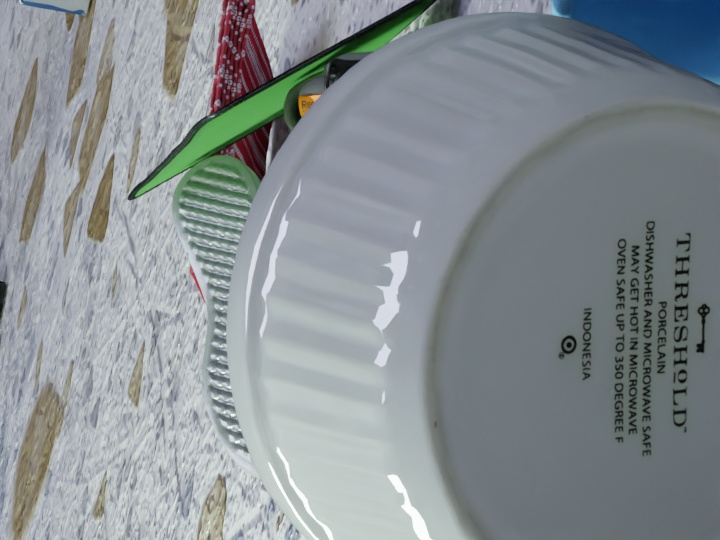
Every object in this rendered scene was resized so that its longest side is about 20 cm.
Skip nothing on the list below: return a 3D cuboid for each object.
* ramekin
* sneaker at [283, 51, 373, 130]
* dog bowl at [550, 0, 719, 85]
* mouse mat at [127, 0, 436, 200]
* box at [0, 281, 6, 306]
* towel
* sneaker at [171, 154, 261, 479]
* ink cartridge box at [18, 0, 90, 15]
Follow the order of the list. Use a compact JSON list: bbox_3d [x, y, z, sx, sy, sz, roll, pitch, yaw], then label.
[{"bbox_3d":[0.065,0.021,0.787,0.094,0.201,0.204,16,95,62],"label":"ramekin"},{"bbox_3d":[0.015,-0.075,1.224,0.200,0.079,0.075,174,109,-72],"label":"sneaker"},{"bbox_3d":[0.110,-0.116,0.788,0.200,0.110,0.050,82,-164,-70],"label":"dog bowl"},{"bbox_3d":[-0.041,-0.096,1.350,0.008,0.160,0.200,59,159,0],"label":"mouse mat"},{"bbox_3d":[-0.479,0.068,2.772,0.200,0.123,0.150,-172,94,-75],"label":"box"},{"bbox_3d":[-0.074,-0.057,1.544,0.145,0.022,0.202,74,-161,-66],"label":"towel"},{"bbox_3d":[-0.048,0.033,1.385,0.079,0.078,0.201,46,-154,-55],"label":"sneaker"},{"bbox_3d":[-0.310,-0.356,2.564,0.200,0.076,0.137,-116,40,-67],"label":"ink cartridge box"}]
